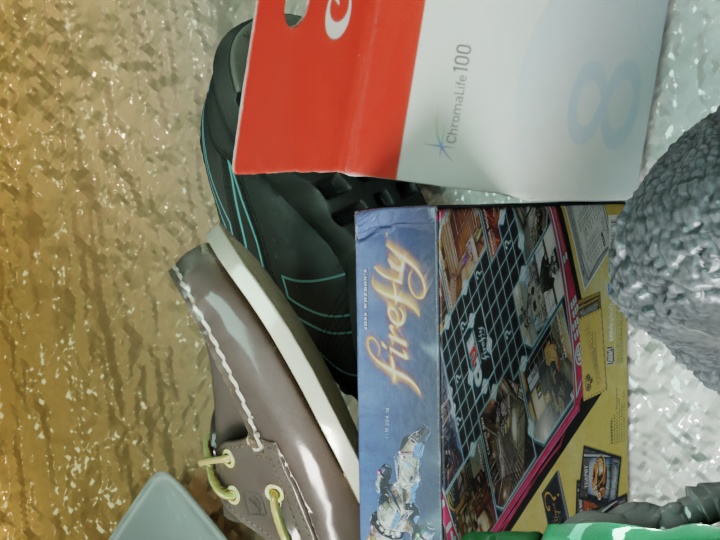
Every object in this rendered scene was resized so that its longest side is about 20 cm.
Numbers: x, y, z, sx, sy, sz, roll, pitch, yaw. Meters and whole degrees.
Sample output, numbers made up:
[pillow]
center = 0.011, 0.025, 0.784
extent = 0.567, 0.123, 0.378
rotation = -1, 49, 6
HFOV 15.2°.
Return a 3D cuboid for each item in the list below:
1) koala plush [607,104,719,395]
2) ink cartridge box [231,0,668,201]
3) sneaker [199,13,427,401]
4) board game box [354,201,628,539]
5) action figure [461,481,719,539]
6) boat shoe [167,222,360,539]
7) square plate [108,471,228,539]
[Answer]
[koala plush]
center = 0.174, -0.059, 0.840
extent = 0.177, 0.183, 0.201
rotation = 132, 150, -66
[ink cartridge box]
center = 0.042, -0.105, 0.905
extent = 0.047, 0.200, 0.161
rotation = 15, 100, 32
[sneaker]
center = 0.000, 0.000, 1.027
extent = 0.201, 0.075, 0.079
rotation = 63, 149, 7
[board game box]
center = 0.049, 0.077, 0.946
extent = 0.034, 0.135, 0.201
rotation = 0, 92, 33
[action figure]
center = 0.129, 0.102, 0.879
extent = 0.199, 0.055, 0.119
rotation = 2, 133, 0
[boat shoe]
center = -0.023, 0.078, 0.984
extent = 0.059, 0.072, 0.201
rotation = -27, 113, 3
[square plate]
center = -0.063, 0.217, 1.088
extent = 0.200, 0.028, 0.199
rotation = 45, 113, 23
